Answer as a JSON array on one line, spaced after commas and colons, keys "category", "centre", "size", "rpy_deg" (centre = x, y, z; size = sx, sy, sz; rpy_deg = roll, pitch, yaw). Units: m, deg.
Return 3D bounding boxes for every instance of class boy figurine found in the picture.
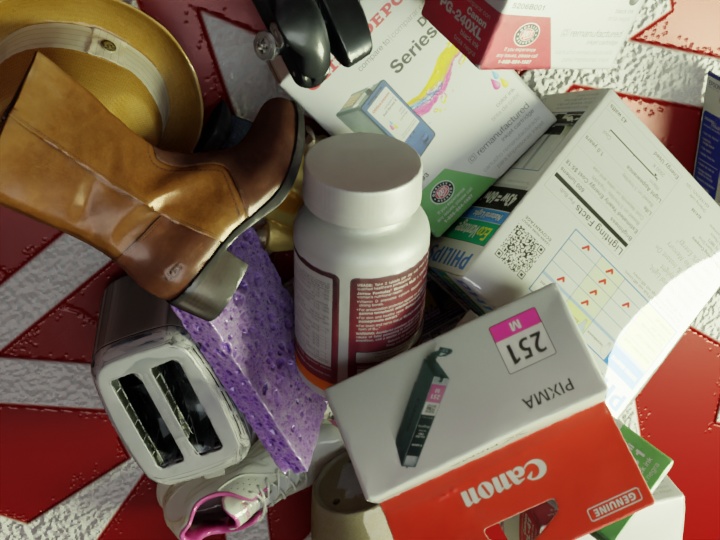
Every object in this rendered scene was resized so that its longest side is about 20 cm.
[{"category": "boy figurine", "centre": [-0.055, -0.060, 0.892], "size": [0.199, 0.065, 0.125], "rpy_deg": [30, 114, -22]}]

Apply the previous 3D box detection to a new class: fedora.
[{"category": "fedora", "centre": [-0.217, -0.113, 0.788], "size": [0.198, 0.082, 0.202], "rpy_deg": [-5, 134, -5]}]

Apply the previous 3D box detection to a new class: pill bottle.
[{"category": "pill bottle", "centre": [0.000, 0.000, 0.832], "size": [0.108, 0.110, 0.202], "rpy_deg": [-7, 126, -12]}]

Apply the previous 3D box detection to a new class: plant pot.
[{"category": "plant pot", "centre": [0.027, 0.274, 1.013], "size": [0.186, 0.188, 0.202], "rpy_deg": [-22, 118, -4]}]

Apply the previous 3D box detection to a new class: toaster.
[{"category": "toaster", "centre": [-0.159, 0.084, 0.891], "size": [0.112, 0.130, 0.201], "rpy_deg": [-17, 120, 4]}]

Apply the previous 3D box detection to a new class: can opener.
[{"category": "can opener", "centre": [-0.070, -0.228, 0.772], "size": [0.078, 0.063, 0.201], "rpy_deg": [-29, 85, -31]}]

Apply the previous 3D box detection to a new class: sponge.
[{"category": "sponge", "centre": [-0.082, 0.062, 0.872], "size": [0.030, 0.112, 0.201], "rpy_deg": [-11, 124, 26]}]

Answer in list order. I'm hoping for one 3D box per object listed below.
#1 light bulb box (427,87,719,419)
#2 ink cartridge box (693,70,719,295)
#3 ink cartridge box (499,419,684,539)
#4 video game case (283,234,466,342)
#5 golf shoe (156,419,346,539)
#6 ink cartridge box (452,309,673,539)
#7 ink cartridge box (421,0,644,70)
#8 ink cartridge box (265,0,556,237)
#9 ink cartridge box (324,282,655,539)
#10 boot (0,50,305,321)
[{"category": "light bulb box", "centre": [0.189, -0.016, 0.903], "size": [0.198, 0.125, 0.200], "rpy_deg": [42, 84, -16]}, {"category": "ink cartridge box", "centre": [0.350, -0.078, 0.979], "size": [0.037, 0.095, 0.202], "rpy_deg": [-8, 117, -11]}, {"category": "ink cartridge box", "centre": [0.204, 0.209, 1.021], "size": [0.146, 0.200, 0.086], "rpy_deg": [-10, 118, -10]}, {"category": "video game case", "centre": [0.056, 0.045, 0.968], "size": [0.199, 0.023, 0.183], "rpy_deg": [-28, 100, 0]}, {"category": "golf shoe", "centre": [-0.095, 0.208, 1.001], "size": [0.198, 0.092, 0.076], "rpy_deg": [-21, 119, -7]}, {"category": "ink cartridge box", "centre": [0.148, 0.133, 0.867], "size": [0.085, 0.199, 0.146], "rpy_deg": [-51, 162, -4]}, {"category": "ink cartridge box", "centre": [0.150, -0.250, 0.738], "size": [0.144, 0.084, 0.201], "rpy_deg": [-8, 135, -34]}, {"category": "ink cartridge box", "centre": [0.041, -0.151, 0.863], "size": [0.145, 0.088, 0.200], "rpy_deg": [-43, 116, 8]}, {"category": "ink cartridge box", "centre": [0.095, 0.130, 0.779], "size": [0.198, 0.175, 0.044], "rpy_deg": [-25, 160, 3]}, {"category": "boot", "centre": [-0.151, -0.089, 0.746], "size": [0.199, 0.068, 0.190], "rpy_deg": [34, 78, -24]}]
